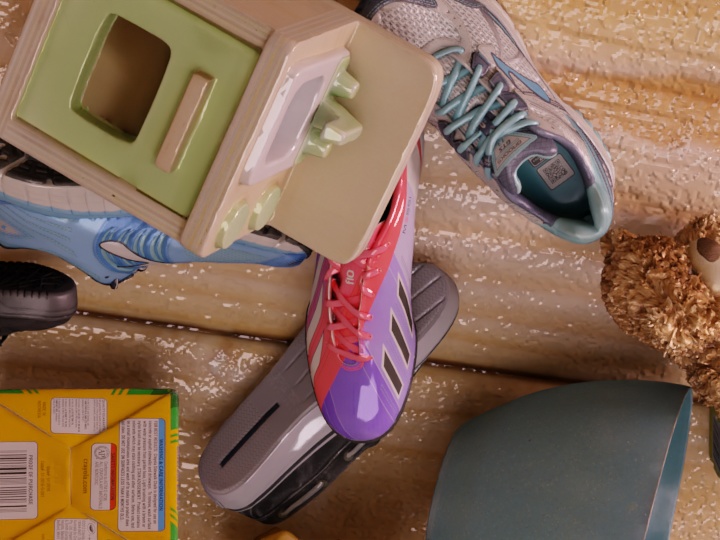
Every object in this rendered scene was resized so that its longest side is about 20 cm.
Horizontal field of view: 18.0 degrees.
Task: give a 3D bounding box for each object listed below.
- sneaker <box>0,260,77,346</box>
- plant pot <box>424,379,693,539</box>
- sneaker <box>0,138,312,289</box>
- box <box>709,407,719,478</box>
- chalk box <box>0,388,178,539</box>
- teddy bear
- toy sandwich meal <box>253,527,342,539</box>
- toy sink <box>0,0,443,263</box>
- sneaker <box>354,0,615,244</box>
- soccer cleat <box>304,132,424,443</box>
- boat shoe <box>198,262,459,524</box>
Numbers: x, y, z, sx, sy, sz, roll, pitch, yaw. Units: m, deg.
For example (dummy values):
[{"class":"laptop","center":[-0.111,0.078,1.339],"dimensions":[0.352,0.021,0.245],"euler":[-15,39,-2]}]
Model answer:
[{"class":"sneaker","center":[-0.257,0.050,1.336],"dimensions":[0.198,0.060,0.105],"euler":[3,107,14]},{"class":"plant pot","center":[0.115,0.153,1.382],"dimensions":[0.134,0.200,0.202],"euler":[13,118,12]},{"class":"sneaker","center":[-0.124,-0.033,1.327],"dimensions":[0.198,0.079,0.090],"euler":[11,135,-7]},{"class":"box","center":[0.324,0.107,1.432],"dimensions":[0.198,0.075,0.050],"euler":[-5,116,-2]},{"class":"chalk box","center":[-0.171,0.175,1.370],"dimensions":[0.123,0.125,0.201],"euler":[0,146,-6]},{"class":"teddy bear","center":[0.222,0.035,1.342],"dimensions":[0.066,0.146,0.200],"euler":[-24,121,33]},{"class":"toy sandwich meal","center":[-0.006,0.215,1.400],"dimensions":[0.205,0.205,0.070],"euler":[39,78,-22]},{"class":"toy sink","center":[-0.078,-0.092,1.219],"dimensions":[0.199,0.112,0.131],"euler":[31,111,11]},{"class":"sneaker","center":[0.079,-0.091,1.296],"dimensions":[0.200,0.086,0.078],"euler":[39,108,-22]},{"class":"soccer cleat","center":[0.000,0.000,1.303],"dimensions":[0.068,0.073,0.202],"euler":[6,93,10]},{"class":"boat shoe","center":[-0.012,0.075,1.391],"dimensions":[0.200,0.072,0.071],"euler":[-41,138,11]}]
